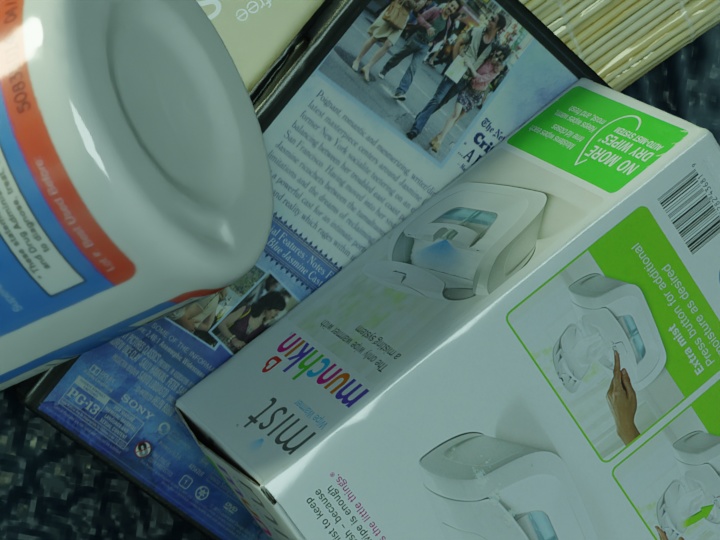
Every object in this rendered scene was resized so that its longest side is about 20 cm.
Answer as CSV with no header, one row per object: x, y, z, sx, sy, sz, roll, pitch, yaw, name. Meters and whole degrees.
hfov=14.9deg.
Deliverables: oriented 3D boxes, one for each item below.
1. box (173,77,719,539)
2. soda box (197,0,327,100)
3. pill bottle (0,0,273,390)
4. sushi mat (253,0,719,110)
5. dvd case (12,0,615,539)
0.073,0.075,0.881,0.176,0.097,0.200,-39,114,-7,box
-0.016,-0.109,0.911,0.200,0.068,0.064,-36,95,-9,soda box
-0.136,-0.012,0.831,0.200,0.112,0.112,-23,93,23,pill bottle
0.037,-0.063,0.920,0.200,0.012,0.096,-36,134,-9,sushi mat
0.000,0.000,0.897,0.143,0.018,0.200,39,90,-31,dvd case
